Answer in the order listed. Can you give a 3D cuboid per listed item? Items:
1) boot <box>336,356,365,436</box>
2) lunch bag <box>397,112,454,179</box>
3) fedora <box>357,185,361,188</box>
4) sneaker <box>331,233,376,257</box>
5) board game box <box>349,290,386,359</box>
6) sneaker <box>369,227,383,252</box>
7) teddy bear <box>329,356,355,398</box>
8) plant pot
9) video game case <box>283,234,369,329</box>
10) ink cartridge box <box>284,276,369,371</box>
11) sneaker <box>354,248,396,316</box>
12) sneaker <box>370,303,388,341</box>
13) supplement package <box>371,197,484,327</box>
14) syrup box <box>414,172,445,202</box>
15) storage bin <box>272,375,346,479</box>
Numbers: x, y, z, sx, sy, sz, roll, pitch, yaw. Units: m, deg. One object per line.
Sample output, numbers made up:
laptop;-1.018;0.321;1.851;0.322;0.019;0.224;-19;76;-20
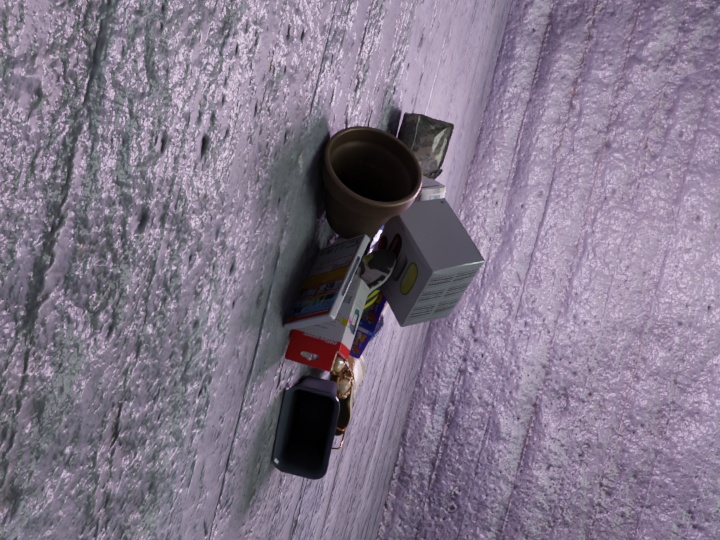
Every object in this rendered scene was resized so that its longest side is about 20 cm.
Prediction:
boot;-0.038;0.338;1.944;0.155;0.071;0.203;-48;149;-67
lunch bag;0.153;-0.301;1.845;0.164;0.116;0.203;-130;-125;-73
fedora;0.037;-0.199;1.576;0.083;0.198;0.201;64;1;19
sneaker;0.007;-0.072;1.571;0.200;0.072;0.072;-45;169;-25
board game box;0.026;0.093;1.685;0.135;0.044;0.202;115;-1;-52
sneaker;0.010;-0.081;1.678;0.078;0.075;0.201;96;14;-48
teddy bear;-0.055;0.238;1.714;0.200;0.066;0.147;-100;168;-68
plant pot;0.002;-0.155;1.406;0.202;0.198;0.175;-64;-179;-38
video game case;-0.066;0.022;1.393;0.017;0.142;0.202;43;53;-28
ink cartridge box;-0.069;0.107;1.463;0.067;0.115;0.203;52;54;-64
sneaker;0.009;0.038;1.549;0.201;0.074;0.085;-49;160;2
sneaker;0.021;0.133;1.806;0.089;0.075;0.201;-62;178;41
supplement package;0.139;-0.018;1.581;0.145;0.193;0.201;-10;146;-29
syrup box;0.112;-0.198;1.705;0.080;0.200;0.080;-11;123;-33
storage bin;-0.101;0.337;1.573;0.134;0.143;0.203;-62;164;-75
